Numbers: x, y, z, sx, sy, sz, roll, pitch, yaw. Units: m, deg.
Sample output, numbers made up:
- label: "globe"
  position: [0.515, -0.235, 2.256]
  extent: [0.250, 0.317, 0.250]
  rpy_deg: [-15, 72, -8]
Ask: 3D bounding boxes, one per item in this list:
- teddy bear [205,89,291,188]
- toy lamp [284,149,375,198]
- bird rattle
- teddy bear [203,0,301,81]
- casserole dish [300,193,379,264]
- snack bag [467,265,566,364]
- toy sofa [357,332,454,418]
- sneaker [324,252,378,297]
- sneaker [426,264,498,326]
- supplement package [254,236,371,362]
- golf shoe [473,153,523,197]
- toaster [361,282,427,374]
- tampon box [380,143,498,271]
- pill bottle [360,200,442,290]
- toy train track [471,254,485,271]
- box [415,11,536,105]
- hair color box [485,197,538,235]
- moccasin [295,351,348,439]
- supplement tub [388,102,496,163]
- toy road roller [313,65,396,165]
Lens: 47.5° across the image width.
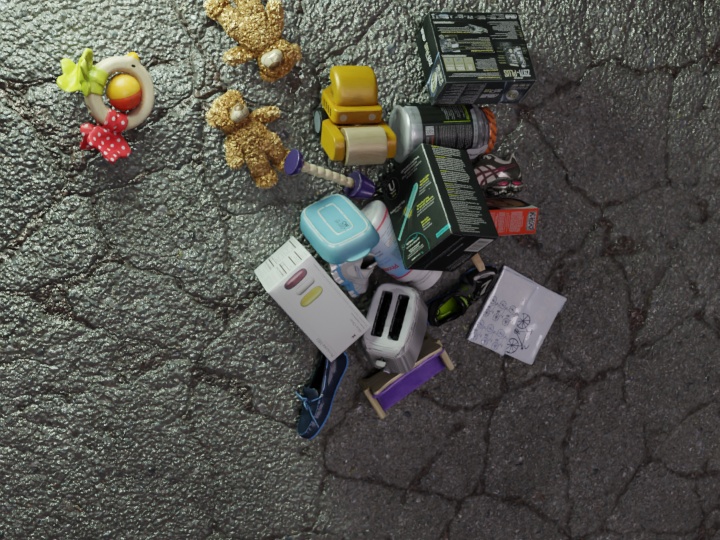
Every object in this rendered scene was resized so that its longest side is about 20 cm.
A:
- label: "teddy bear"
  position: [-0.204, -0.252, 1.569]
  extent: [0.145, 0.067, 0.201]
  rpy_deg: [-25, 110, -15]
- label: "toy lamp"
  position: [-0.057, -0.187, 1.627]
  extent: [0.200, 0.058, 0.058]
  rpy_deg: [18, 97, -36]
- label: "bird rattle"
  position: [-0.439, -0.302, 1.461]
  extent: [0.163, 0.113, 0.201]
  rpy_deg: [-33, 115, -27]
- label: "teddy bear"
  position: [-0.198, -0.443, 1.514]
  extent: [0.145, 0.067, 0.201]
  rpy_deg: [-24, 110, -10]
- label: "casserole dish"
  position: [-0.045, -0.088, 1.593]
  extent: [0.121, 0.200, 0.039]
  rpy_deg: [-27, 134, -12]
- label: "snack bag"
  position: [0.362, 0.111, 1.880]
  extent: [0.200, 0.021, 0.189]
  rpy_deg: [26, 93, -23]
- label: "toy sofa"
  position: [0.103, 0.232, 1.778]
  extent: [0.200, 0.098, 0.083]
  rpy_deg: [-34, 112, -9]
- label: "sneaker"
  position: [0.000, 0.000, 1.640]
  extent: [0.086, 0.200, 0.075]
  rpy_deg: [-21, 75, 10]
- label: "sneaker"
  position: [0.225, 0.062, 1.787]
  extent: [0.199, 0.083, 0.071]
  rpy_deg: [-34, 112, -9]
- label: "supplement package"
  position: [-0.097, 0.056, 1.631]
  extent: [0.111, 0.156, 0.200]
  rpy_deg: [-42, 113, -2]
- label: "golf shoe"
  position: [0.251, -0.202, 1.748]
  extent: [0.199, 0.077, 0.088]
  rpy_deg: [-4, 85, -22]
- label: "toaster"
  position: [0.073, 0.109, 1.690]
  extent: [0.113, 0.129, 0.201]
  rpy_deg: [13, 74, 15]
- label: "tampon box"
  position: [0.151, -0.120, 1.605]
  extent: [0.126, 0.150, 0.201]
  rpy_deg: [3, 61, -37]
- label: "pill bottle"
  position: [0.076, -0.047, 1.694]
  extent: [0.200, 0.109, 0.109]
  rpy_deg: [37, 89, -22]
- label: "toy train track"
  position: [0.215, -0.046, 1.727]
  extent: [0.200, 0.033, 0.115]
  rpy_deg: [-20, 76, -48]
- label: "box"
  position: [0.228, -0.422, 1.629]
  extent: [0.199, 0.086, 0.164]
  rpy_deg: [-6, 71, -18]
- label: "hair color box"
  position: [0.265, -0.114, 1.741]
  extent: [0.199, 0.101, 0.061]
  rpy_deg: [-4, 110, -22]
- label: "moccasin"
  position: [-0.097, 0.254, 1.730]
  extent: [0.068, 0.080, 0.201]
  rpy_deg: [25, 81, -37]
- label: "supplement tub"
  position: [0.166, -0.281, 1.661]
  extent: [0.199, 0.123, 0.123]
  rpy_deg: [-5, 105, -17]
- label: "toy road roller"
  position: [-0.012, -0.301, 1.555]
  extent: [0.122, 0.200, 0.146]
  rpy_deg: [-6, 127, -17]
